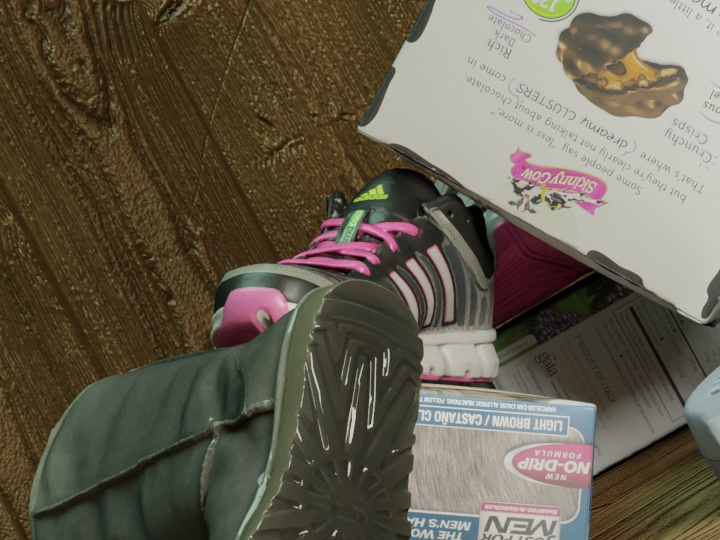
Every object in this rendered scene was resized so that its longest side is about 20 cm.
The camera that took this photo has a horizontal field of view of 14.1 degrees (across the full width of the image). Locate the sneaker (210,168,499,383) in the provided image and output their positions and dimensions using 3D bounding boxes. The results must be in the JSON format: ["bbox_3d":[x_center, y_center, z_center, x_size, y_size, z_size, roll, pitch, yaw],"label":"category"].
[{"bbox_3d":[0.000,0.000,1.195,0.073,0.088,0.200,2,-2,29],"label":"sneaker"}]

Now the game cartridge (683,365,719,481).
[{"bbox_3d":[0.182,0.029,1.048,0.133,0.041,0.200,-33,-2,14],"label":"game cartridge"}]

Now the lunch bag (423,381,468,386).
[{"bbox_3d":[-0.036,0.098,1.322,0.200,0.077,0.161,-32,-32,-41],"label":"lunch bag"}]

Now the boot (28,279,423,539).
[{"bbox_3d":[-0.061,0.098,1.017,0.200,0.072,0.182,-21,45,49],"label":"boot"}]

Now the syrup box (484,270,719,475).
[{"bbox_3d":[0.155,0.021,1.354,0.199,0.082,0.079,-30,1,-1],"label":"syrup box"}]

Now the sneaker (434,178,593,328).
[{"bbox_3d":[0.070,-0.028,1.356,0.081,0.088,0.200,-30,-1,5],"label":"sneaker"}]

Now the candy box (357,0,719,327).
[{"bbox_3d":[0.121,-0.102,1.207,0.201,0.167,0.072,-61,-11,3],"label":"candy box"}]

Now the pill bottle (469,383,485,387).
[{"bbox_3d":[-0.023,0.104,1.565,0.200,0.113,0.112,-29,0,-21],"label":"pill bottle"}]

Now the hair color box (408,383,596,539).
[{"bbox_3d":[0.032,0.075,1.126,0.100,0.061,0.200,4,-1,-2],"label":"hair color box"}]
